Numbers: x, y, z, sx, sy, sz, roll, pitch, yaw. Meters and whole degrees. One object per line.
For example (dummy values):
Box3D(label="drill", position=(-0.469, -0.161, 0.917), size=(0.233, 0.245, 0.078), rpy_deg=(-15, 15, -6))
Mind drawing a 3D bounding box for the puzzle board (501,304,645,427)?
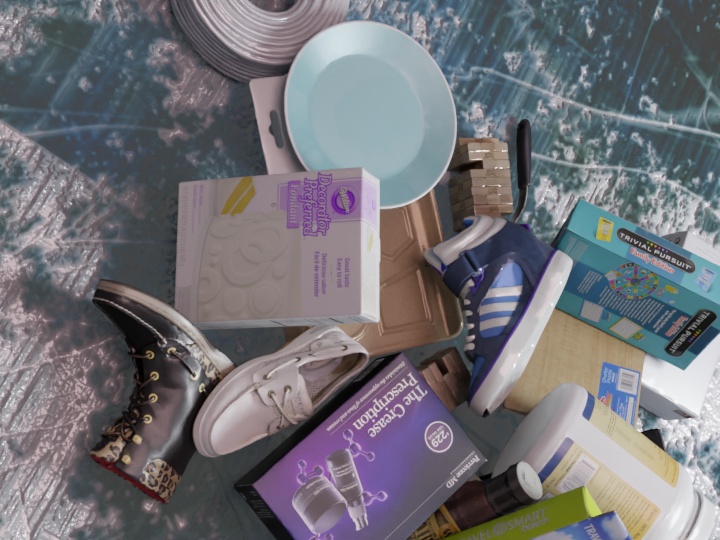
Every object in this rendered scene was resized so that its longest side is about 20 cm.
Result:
Box3D(label="puzzle board", position=(0.246, 0.084, 1.463), size=(0.150, 0.017, 0.201), rpy_deg=(15, 63, -3))

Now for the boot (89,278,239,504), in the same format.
Box3D(label="boot", position=(-0.206, 0.116, 1.233), size=(0.200, 0.073, 0.151), rpy_deg=(47, 66, -38))

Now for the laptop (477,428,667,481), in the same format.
Box3D(label="laptop", position=(0.246, 0.285, 1.414), size=(0.103, 0.199, 0.179), rpy_deg=(-6, 81, -71))

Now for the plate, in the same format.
Box3D(label="plate", position=(0.009, -0.161, 1.353), size=(0.199, 0.026, 0.202), rpy_deg=(4, 79, -24))

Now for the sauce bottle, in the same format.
Box3D(label="sauce bottle", position=(0.091, 0.250, 1.299), size=(0.066, 0.200, 0.066), rpy_deg=(35, 35, -29))

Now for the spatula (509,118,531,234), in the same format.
Box3D(label="spatula", position=(0.182, -0.083, 1.490), size=(0.020, 0.056, 0.201), rpy_deg=(23, 64, -34))

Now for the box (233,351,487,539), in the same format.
Box3D(label="box", position=(0.001, 0.197, 1.256), size=(0.200, 0.079, 0.141), rpy_deg=(-40, 96, -21))

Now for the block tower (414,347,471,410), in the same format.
Box3D(label="block tower", position=(0.034, 0.150, 1.360), size=(0.199, 0.054, 0.058), rpy_deg=(-32, 93, -27))

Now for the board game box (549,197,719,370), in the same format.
Box3D(label="board game box", position=(0.297, 0.018, 1.410), size=(0.199, 0.151, 0.047), rpy_deg=(26, 61, 3))

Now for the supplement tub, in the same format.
Box3D(label="supplement tub", position=(0.251, 0.228, 1.342), size=(0.200, 0.144, 0.145), rpy_deg=(38, 67, -1))

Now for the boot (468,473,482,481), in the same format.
Box3D(label="boot", position=(0.105, 0.312, 1.359), size=(0.144, 0.072, 0.201), rpy_deg=(-33, 92, -7))

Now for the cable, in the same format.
Box3D(label="cable", position=(-0.102, -0.302, 1.377), size=(0.199, 0.069, 0.201), rpy_deg=(-24, 91, -27))

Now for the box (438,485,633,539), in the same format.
Box3D(label="box", position=(0.172, 0.283, 1.253), size=(0.122, 0.199, 0.048), rpy_deg=(54, 21, -33))

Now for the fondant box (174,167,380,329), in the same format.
Box3D(label="fondant box", position=(-0.082, -0.019, 1.277), size=(0.199, 0.058, 0.145), rpy_deg=(-3, 79, 18))

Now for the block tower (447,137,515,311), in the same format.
Box3D(label="block tower", position=(0.138, -0.049, 1.454), size=(0.057, 0.054, 0.202), rpy_deg=(-3, 81, -25))

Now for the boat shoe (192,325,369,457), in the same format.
Box3D(label="boat shoe", position=(-0.074, 0.119, 1.269), size=(0.200, 0.069, 0.071), rpy_deg=(-36, 127, -30))

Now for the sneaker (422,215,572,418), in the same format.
Box3D(label="sneaker", position=(0.119, 0.038, 1.366), size=(0.146, 0.081, 0.201), rpy_deg=(26, 79, 17))

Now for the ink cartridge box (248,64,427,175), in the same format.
Box3D(label="ink cartridge box", position=(-0.029, -0.151, 1.386), size=(0.199, 0.068, 0.117), rpy_deg=(-10, 85, -27))

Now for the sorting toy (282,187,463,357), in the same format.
Box3D(label="sorting toy", position=(0.000, 0.000, 1.394), size=(0.199, 0.036, 0.186), rpy_deg=(-11, 85, -22))

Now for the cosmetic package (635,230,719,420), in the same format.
Box3D(label="cosmetic package", position=(0.373, 0.066, 1.536), size=(0.101, 0.074, 0.201), rpy_deg=(31, 71, -17))
